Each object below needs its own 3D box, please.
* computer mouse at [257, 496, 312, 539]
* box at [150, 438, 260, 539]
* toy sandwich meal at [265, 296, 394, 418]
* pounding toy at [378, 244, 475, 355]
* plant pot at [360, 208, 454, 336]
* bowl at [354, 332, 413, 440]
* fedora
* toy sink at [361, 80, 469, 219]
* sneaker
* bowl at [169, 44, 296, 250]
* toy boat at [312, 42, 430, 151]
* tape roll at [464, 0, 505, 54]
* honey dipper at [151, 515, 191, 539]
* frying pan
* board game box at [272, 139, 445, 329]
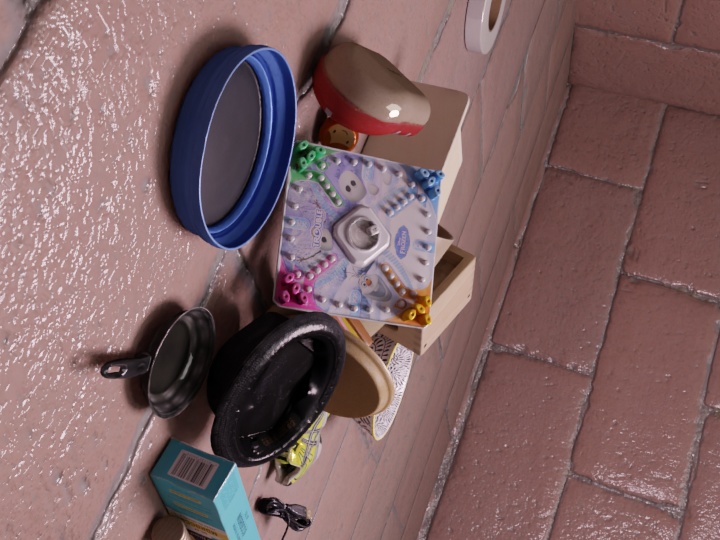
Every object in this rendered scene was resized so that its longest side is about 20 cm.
[{"bbox_3d":[-0.144,0.439,1.272,0.109,0.044,0.201,29,81,-49],"label":"computer mouse"},{"bbox_3d":[-0.172,0.272,0.966,0.201,0.082,0.049,86,27,-49],"label":"box"},{"bbox_3d":[-0.038,0.105,1.087,0.206,0.204,0.070,88,27,-47],"label":"toy sandwich meal"},{"bbox_3d":[0.071,0.022,1.420,0.184,0.199,0.143,-43,149,-34],"label":"pounding toy"},{"bbox_3d":[0.000,0.000,1.164,0.201,0.187,0.187,-63,166,13],"label":"plant pot"},{"bbox_3d":[0.018,0.181,1.470,0.201,0.094,0.202,17,90,-74],"label":"bowl"},{"bbox_3d":[-0.111,0.120,0.968,0.200,0.091,0.202,-32,138,-33],"label":"fedora"},{"bbox_3d":[0.083,-0.174,1.319,0.112,0.129,0.201,70,37,-64],"label":"toy sink"},{"bbox_3d":[-0.091,0.235,1.219,0.077,0.075,0.201,-58,156,-44],"label":"sneaker"},{"bbox_3d":[-0.122,-0.121,0.836,0.201,0.039,0.202,16,90,-74],"label":"bowl"},{"bbox_3d":[-0.003,-0.200,1.070,0.131,0.131,0.200,-48,171,17],"label":"toy boat"},{"bbox_3d":[0.259,-0.543,1.731,0.203,0.037,0.204,15,90,-74],"label":"tape roll"},{"bbox_3d":[-0.207,0.343,1.001,0.201,0.038,0.038,88,24,-53],"label":"honey dipper"},{"bbox_3d":[-0.196,0.101,0.813,0.190,0.031,0.116,-36,139,-60],"label":"frying pan"},{"bbox_3d":[0.004,-0.043,1.017,0.026,0.198,0.202,159,-61,-68],"label":"board game box"}]
